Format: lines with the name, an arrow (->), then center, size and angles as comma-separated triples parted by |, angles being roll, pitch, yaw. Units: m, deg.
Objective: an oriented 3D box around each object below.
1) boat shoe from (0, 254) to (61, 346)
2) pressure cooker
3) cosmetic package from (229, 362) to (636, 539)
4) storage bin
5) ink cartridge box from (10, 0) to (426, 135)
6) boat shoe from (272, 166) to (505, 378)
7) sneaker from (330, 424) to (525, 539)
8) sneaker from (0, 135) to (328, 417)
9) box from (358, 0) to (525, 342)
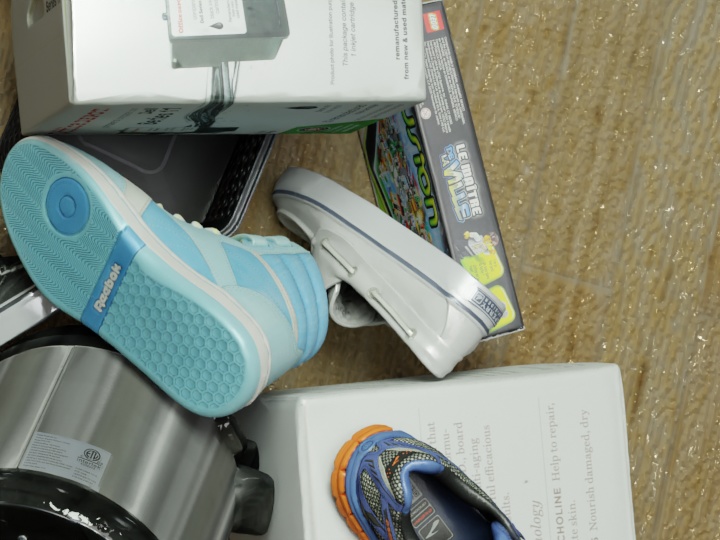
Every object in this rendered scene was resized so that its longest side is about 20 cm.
boat shoe -> -0.224, 0.015, 1.579 | 0.198, 0.074, 0.068 | -30, 93, 1
pressure cooker -> -0.153, 0.130, 1.531 | 0.176, 0.178, 0.200 | 47, 31, -20
cosmetic package -> 0.038, 0.145, 1.613 | 0.198, 0.167, 0.168 | -5, 89, -18
storage bin -> -0.112, -0.122, 1.620 | 0.135, 0.094, 0.201 | 25, 79, -16
ink cartridge box -> -0.080, -0.121, 1.506 | 0.198, 0.147, 0.084 | -1, 86, -18
boat shoe -> 0.000, 0.000, 1.605 | 0.065, 0.200, 0.074 | -51, 129, -5
sneaker -> 0.065, 0.167, 1.492 | 0.200, 0.078, 0.075 | 44, 76, -12
sneaker -> -0.102, -0.006, 1.538 | 0.200, 0.080, 0.130 | 45, 31, 16
box -> 0.040, -0.055, 1.659 | 0.034, 0.110, 0.202 | -14, 90, -19
